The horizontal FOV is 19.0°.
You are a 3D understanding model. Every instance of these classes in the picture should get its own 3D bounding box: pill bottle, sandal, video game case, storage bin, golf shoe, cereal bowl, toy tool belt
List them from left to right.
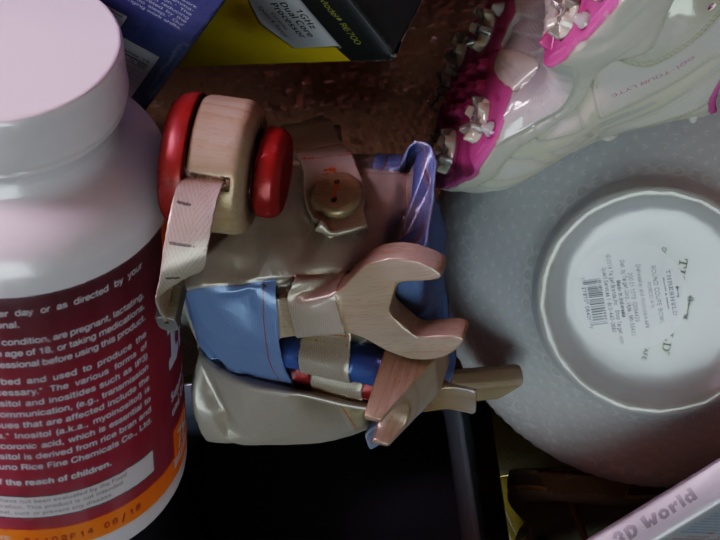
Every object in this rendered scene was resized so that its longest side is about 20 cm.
[{"bbox_3d":[-0.121,0.002,0.776,0.112,0.113,0.201,2,131,1],"label":"pill bottle"},{"bbox_3d":[-0.027,0.101,0.998,0.198,0.147,0.134,-10,175,18],"label":"storage bin"},{"bbox_3d":[0.000,0.000,0.795,0.122,0.126,0.200,7,155,8],"label":"toy tool belt"},{"bbox_3d":[0.106,0.132,1.008,0.080,0.054,0.200,0,159,1],"label":"sandal"},{"bbox_3d":[0.087,-0.069,0.773,0.091,0.076,0.200,16,159,-17],"label":"golf shoe"},{"bbox_3d":[0.105,0.132,0.906,0.199,0.018,0.143,-35,159,19],"label":"video game case"},{"bbox_3d":[0.123,0.000,0.873,0.198,0.083,0.202,3,109,9],"label":"cereal bowl"}]

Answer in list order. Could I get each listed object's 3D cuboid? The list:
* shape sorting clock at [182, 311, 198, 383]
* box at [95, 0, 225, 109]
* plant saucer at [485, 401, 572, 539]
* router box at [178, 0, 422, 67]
[{"bbox_3d":[-0.066,0.020,1.012,0.198,0.040,0.201,1,149,1],"label":"shape sorting clock"},{"bbox_3d":[-0.107,-0.115,0.751,0.121,0.033,0.200,30,156,-11],"label":"box"},{"bbox_3d":[0.143,0.118,1.108,0.198,0.049,0.201,-10,139,16],"label":"plant saucer"},{"bbox_3d":[-0.084,-0.153,0.758,0.148,0.051,0.200,2,146,43],"label":"router box"}]
